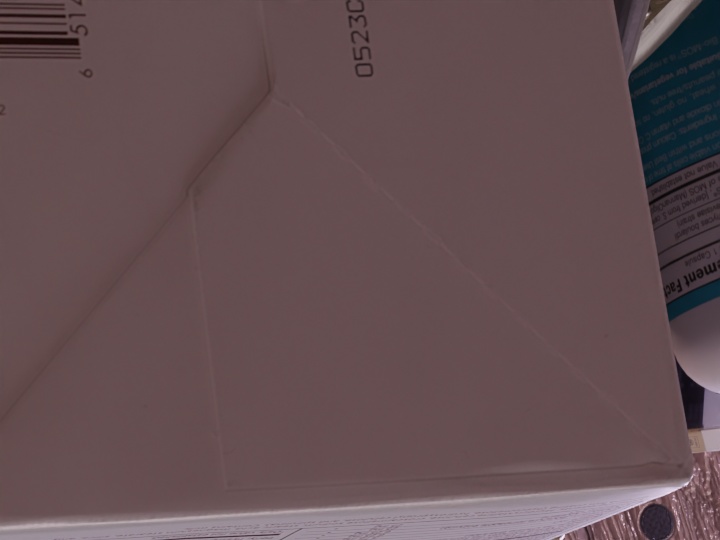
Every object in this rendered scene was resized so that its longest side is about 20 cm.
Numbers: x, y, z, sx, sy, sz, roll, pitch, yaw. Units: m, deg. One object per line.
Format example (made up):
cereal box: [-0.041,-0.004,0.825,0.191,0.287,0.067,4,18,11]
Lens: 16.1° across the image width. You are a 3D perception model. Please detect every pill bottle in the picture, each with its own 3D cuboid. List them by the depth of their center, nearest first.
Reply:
pill bottle: [0.143,-0.033,0.847,0.111,0.200,0.111,-17,171,-3]

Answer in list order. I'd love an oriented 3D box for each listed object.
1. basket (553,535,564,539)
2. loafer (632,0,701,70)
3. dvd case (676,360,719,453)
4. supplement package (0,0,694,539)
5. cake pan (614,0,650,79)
basket: [0.000,0.000,0.862,0.149,0.200,0.143,34,111,-27]
loafer: [0.073,-0.107,0.726,0.200,0.075,0.070,-34,158,31]
dvd case: [0.059,0.026,0.983,0.200,0.016,0.149,-8,-145,16]
supplement package: [-0.057,-0.024,0.519,0.147,0.192,0.200,0,164,-25]
cake pan: [0.019,-0.046,0.644,0.037,0.201,0.200,18,161,-13]
